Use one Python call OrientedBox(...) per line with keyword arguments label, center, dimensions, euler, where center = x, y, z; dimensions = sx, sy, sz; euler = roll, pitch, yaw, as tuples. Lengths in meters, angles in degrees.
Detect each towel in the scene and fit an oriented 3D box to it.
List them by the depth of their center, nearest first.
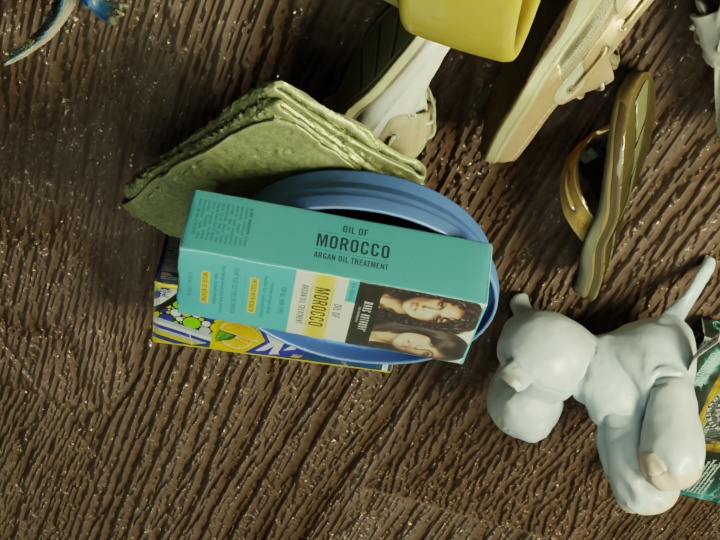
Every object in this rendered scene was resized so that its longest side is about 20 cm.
OrientedBox(label="towel", center=(-0.064, -0.058, 0.904), dimensions=(0.148, 0.037, 0.200), euler=(32, 140, -29))

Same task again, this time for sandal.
OrientedBox(label="sandal", center=(0.173, -0.059, 0.944), dimensions=(0.054, 0.080, 0.201), euler=(21, 139, 14))

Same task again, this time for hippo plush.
OrientedBox(label="hippo plush", center=(0.185, 0.100, 1.020), dimensions=(0.160, 0.160, 0.201), euler=(10, 133, -6))

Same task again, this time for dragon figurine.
OrientedBox(label="dragon figurine", center=(-0.175, -0.217, 0.821), dimensions=(0.199, 0.059, 0.100), euler=(-25, 126, 23))

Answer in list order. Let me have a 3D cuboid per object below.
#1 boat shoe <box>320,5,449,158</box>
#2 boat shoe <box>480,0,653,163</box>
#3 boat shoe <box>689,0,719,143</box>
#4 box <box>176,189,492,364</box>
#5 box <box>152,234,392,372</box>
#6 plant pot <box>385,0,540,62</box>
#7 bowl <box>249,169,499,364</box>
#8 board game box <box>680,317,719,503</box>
OrientedBox(label="boat shoe", center=(0.020, -0.117, 0.897), dimensions=(0.068, 0.075, 0.200), euler=(23, 140, -18))
OrientedBox(label="boat shoe", center=(0.145, -0.145, 0.858), dimensions=(0.064, 0.072, 0.200), euler=(20, 129, -14))
OrientedBox(label="boat shoe", center=(0.254, -0.168, 0.843), dimensions=(0.069, 0.071, 0.201), euler=(22, 140, 20))
OrientedBox(label="box", center=(-0.019, 0.006, 0.841), dimensions=(0.199, 0.049, 0.082), euler=(10, 146, -2))
OrientedBox(label="box", center=(-0.066, 0.026, 1.034), dimensions=(0.199, 0.065, 0.070), euler=(8, 133, -3))
OrientedBox(label="plant pot", center=(0.023, -0.235, 0.687), dimensions=(0.188, 0.201, 0.202), euler=(19, 133, 8))
OrientedBox(label="bowl", center=(0.000, 0.000, 0.908), dimensions=(0.199, 0.040, 0.201), euler=(6, 146, 4))
OrientedBox(label="board game box", center=(0.319, 0.130, 1.127), dimensions=(0.134, 0.028, 0.201), euler=(14, 132, -9))
